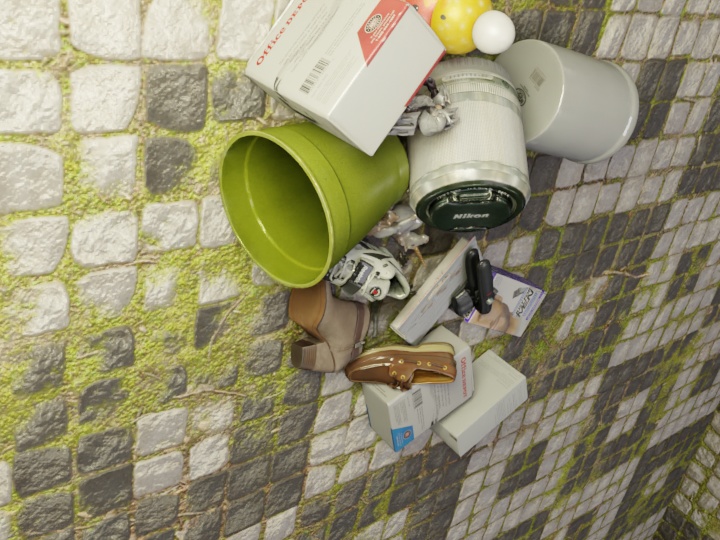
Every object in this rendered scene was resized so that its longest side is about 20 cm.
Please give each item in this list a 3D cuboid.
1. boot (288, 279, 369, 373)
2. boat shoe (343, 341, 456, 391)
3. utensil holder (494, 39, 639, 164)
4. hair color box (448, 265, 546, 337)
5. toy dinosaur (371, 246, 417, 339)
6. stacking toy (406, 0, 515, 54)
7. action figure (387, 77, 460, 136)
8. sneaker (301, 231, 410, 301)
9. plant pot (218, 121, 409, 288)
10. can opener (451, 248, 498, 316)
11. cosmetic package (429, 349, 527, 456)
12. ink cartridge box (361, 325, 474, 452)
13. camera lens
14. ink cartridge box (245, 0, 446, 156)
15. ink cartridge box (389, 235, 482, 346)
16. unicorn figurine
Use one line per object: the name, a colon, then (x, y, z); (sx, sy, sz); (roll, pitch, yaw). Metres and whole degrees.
boot: (-0.041, 0.069, 1.148); (0.146, 0.070, 0.201); (-10, 120, -48)
boat shoe: (0.072, 0.171, 1.262); (0.199, 0.068, 0.072); (-5, 144, -8)
utensil holder: (0.312, -0.263, 1.154); (0.199, 0.170, 0.171); (0, 117, -40)
hair color box: (0.269, 0.057, 1.417); (0.199, 0.065, 0.110); (17, 106, -46)
toy dinosaur: (0.045, 0.021, 1.204); (0.088, 0.047, 0.201); (-25, 135, -22)
stacking toy: (0.117, -0.320, 0.907); (0.146, 0.200, 0.147); (-23, 131, -30)
action figure: (0.040, -0.216, 0.910); (0.130, 0.200, 0.070); (-3, 118, -43)
sneaker: (0.000, 0.000, 1.041); (0.199, 0.089, 0.074); (9, 121, -45)
plant pot: (-0.044, -0.110, 0.937); (0.193, 0.200, 0.201); (-32, 137, -39)
can opener: (0.201, 0.026, 1.239); (0.079, 0.063, 0.200); (-44, 159, -16)
cosmetic package: (0.235, 0.269, 1.499); (0.200, 0.113, 0.081); (-35, 136, -17)
ink cartridge box: (0.111, 0.220, 1.368); (0.199, 0.084, 0.147); (-31, 135, -23)
camera lens: (0.143, -0.163, 0.993); (0.160, 0.159, 0.201); (26, 56, -48)
ink cartridge box: (-0.023, -0.238, 0.831); (0.083, 0.200, 0.147); (34, 94, -44)
ink cartridge box: (0.126, 0.030, 1.239); (0.200, 0.043, 0.174); (-50, 159, -3)
unicorn figurine: (0.070, -0.077, 1.112); (0.199, 0.074, 0.137); (5, 148, -44)
